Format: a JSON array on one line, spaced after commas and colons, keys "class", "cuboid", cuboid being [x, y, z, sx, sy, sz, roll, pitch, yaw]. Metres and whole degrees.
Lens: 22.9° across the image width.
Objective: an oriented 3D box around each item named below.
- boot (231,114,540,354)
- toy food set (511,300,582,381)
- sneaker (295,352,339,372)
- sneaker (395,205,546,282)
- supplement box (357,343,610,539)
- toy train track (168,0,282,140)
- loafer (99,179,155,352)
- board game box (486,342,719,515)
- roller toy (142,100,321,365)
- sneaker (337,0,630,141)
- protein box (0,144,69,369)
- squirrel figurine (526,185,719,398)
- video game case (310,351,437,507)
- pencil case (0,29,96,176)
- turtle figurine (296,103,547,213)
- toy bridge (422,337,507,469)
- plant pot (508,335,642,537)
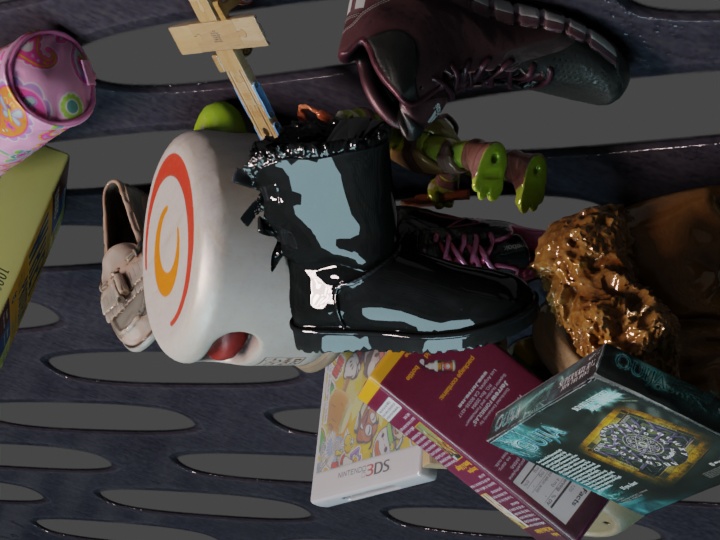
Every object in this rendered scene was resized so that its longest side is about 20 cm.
[{"class": "boot", "cuboid": [0.018, -0.027, 1.246, 0.197, 0.073, 0.163, -4, 113, 19]}, {"class": "toy food set", "cuboid": [0.226, 0.074, 1.404, 0.198, 0.200, 0.049, 41, 129, 33]}, {"class": "sneaker", "cuboid": [-0.068, 0.037, 1.585, 0.075, 0.071, 0.200, 36, 173, -21]}, {"class": "sneaker", "cuboid": [0.079, -0.014, 1.367, 0.095, 0.079, 0.200, -6, 177, 39]}, {"class": "supplement box", "cuboid": [0.103, 0.120, 1.375, 0.200, 0.086, 0.110, 38, 169, 3]}, {"class": "toy train track", "cuboid": [-0.074, -0.139, 1.283, 0.115, 0.033, 0.200, 5, 127, 53]}, {"class": "loafer", "cuboid": [-0.201, -0.007, 1.525, 0.072, 0.200, 0.063, -40, 118, 20]}, {"class": "board game box", "cuboid": [0.182, 0.113, 1.219, 0.135, 0.028, 0.200, 26, 157, -8]}, {"class": "roller toy", "cuboid": [-0.085, -0.014, 1.401, 0.139, 0.183, 0.201, 3, 119, -22]}, {"class": "sneaker", "cuboid": [0.074, -0.124, 1.173, 0.199, 0.116, 0.076, 22, 154, -5]}, {"class": "protein box", "cuboid": [-0.388, -0.028, 1.585, 0.199, 0.199, 0.135, 20, 155, -3]}, {"class": "squirrel figurine", "cuboid": [0.213, 0.046, 1.269, 0.199, 0.187, 0.141, -2, 167, -39]}, {"class": "video game case", "cuboid": [0.018, 0.096, 1.552, 0.023, 0.201, 0.182, 17, 158, -27]}, {"class": "pencil case", "cuboid": [-0.287, -0.131, 1.452, 0.087, 0.088, 0.200, 30, 153, -23]}, {"class": "turtle figurine", "cuboid": [0.059, -0.085, 1.320, 0.161, 0.065, 0.200, 18, 170, 41]}, {"class": "toy bridge", "cuboid": [0.086, 0.070, 1.460, 0.067, 0.201, 0.027, 3, 166, -9]}, {"class": "plant pot", "cuboid": [0.209, 0.164, 1.631, 0.200, 0.135, 0.200, 16, 155, 8]}]
